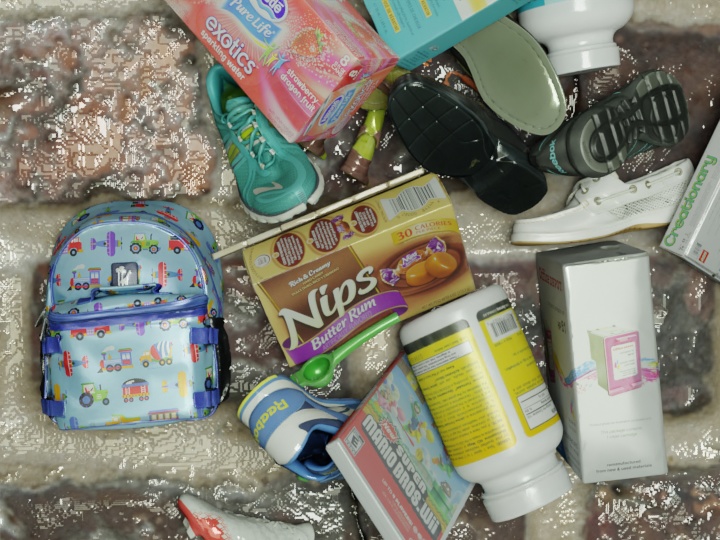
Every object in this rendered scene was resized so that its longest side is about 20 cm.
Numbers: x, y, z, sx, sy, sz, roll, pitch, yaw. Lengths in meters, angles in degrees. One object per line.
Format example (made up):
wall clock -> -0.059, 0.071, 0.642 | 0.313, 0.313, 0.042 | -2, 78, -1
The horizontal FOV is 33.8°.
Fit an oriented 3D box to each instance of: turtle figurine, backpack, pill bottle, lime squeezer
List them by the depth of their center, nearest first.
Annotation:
backpack -> -0.210, 0.037, 1.096 | 0.179, 0.135, 0.204 | 0, 92, -4
pill bottle -> 0.195, -0.287, 1.104 | 0.109, 0.111, 0.204 | -10, 95, -2
pill bottle -> 0.122, 0.126, 1.117 | 0.111, 0.112, 0.203 | -23, 85, -1
turtle figurine -> 0.021, -0.166, 1.126 | 0.198, 0.064, 0.163 | 31, 92, -5
lime squeezer -> -0.036, 0.117, 1.127 | 0.070, 0.038, 0.202 | 25, 109, -12

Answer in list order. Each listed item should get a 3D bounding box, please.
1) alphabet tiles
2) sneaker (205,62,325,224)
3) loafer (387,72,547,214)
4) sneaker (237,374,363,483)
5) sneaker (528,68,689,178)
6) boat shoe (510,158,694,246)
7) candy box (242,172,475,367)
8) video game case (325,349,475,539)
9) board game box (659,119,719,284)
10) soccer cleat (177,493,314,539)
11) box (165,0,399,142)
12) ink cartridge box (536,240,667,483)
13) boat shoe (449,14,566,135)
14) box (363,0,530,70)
alphabet tiles -> -0.040, -0.050, 1.080 | 0.197, 0.167, 0.008 | -23, 93, -1
sneaker -> -0.096, -0.114, 1.061 | 0.077, 0.201, 0.080 | -32, 136, -3
loafer -> 0.094, -0.126, 1.096 | 0.072, 0.073, 0.199 | -34, 133, 25
sneaker -> -0.027, 0.161, 1.094 | 0.199, 0.082, 0.074 | 21, 109, -47
sneaker -> 0.237, -0.137, 1.116 | 0.198, 0.079, 0.077 | -23, 98, -40
boat shoe -> 0.234, -0.068, 1.147 | 0.196, 0.071, 0.071 | -12, 95, -12
candy box -> 0.000, 0.000, 1.115 | 0.197, 0.057, 0.118 | -23, 132, -3
video game case -> 0.048, 0.172, 1.096 | 0.017, 0.200, 0.144 | -29, 97, 29
board game box -> 0.373, -0.089, 1.135 | 0.125, 0.034, 0.203 | 24, 93, -42
soccer cleat -> -0.090, 0.269, 1.157 | 0.199, 0.069, 0.086 | 41, 82, -9
box -> -0.075, -0.221, 1.045 | 0.103, 0.094, 0.201 | -45, 79, 24
ink cartridge box -> 0.224, 0.080, 1.117 | 0.083, 0.145, 0.204 | -5, 95, -1
boat shoe -> 0.124, -0.209, 1.106 | 0.072, 0.060, 0.202 | -44, 79, 21
box -> 0.102, -0.263, 1.048 | 0.198, 0.049, 0.083 | -28, 81, 20
